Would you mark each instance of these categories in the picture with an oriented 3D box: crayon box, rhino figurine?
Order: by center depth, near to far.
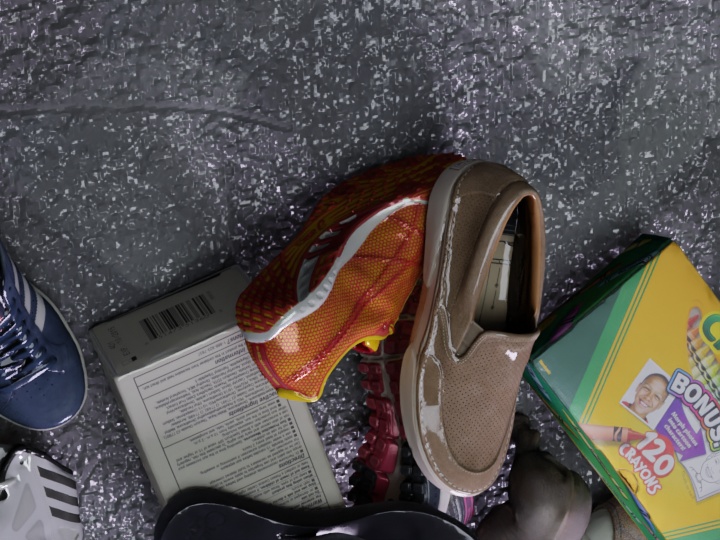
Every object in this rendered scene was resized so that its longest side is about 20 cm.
[{"bbox_3d":[0.198,0.091,1.721,0.119,0.058,0.200,-40,103,-8],"label":"crayon box"},{"bbox_3d":[0.086,0.198,1.749,0.060,0.087,0.200,16,106,-25],"label":"rhino figurine"}]

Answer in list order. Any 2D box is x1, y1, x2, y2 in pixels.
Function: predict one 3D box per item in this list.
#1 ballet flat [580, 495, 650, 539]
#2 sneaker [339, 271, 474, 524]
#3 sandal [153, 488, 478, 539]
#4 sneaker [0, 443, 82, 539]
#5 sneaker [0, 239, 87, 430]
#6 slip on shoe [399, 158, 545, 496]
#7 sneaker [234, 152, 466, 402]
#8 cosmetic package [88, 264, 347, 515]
[{"bbox_3d":[0.144,0.213,1.792,0.067,0.068,0.200,14,106,-19],"label":"ballet flat"},{"bbox_3d":[0.043,0.076,1.693,0.075,0.081,0.200,-14,122,-47],"label":"sneaker"},{"bbox_3d":[-0.023,0.175,1.635,0.200,0.043,0.076,5,113,-18],"label":"sandal"},{"bbox_3d":[-0.240,0.156,1.595,0.200,0.076,0.115,-18,110,-49],"label":"sneaker"},{"bbox_3d":[-0.214,0.025,1.559,0.075,0.085,0.200,-36,121,-2],"label":"sneaker"},{"bbox_3d":[0.073,0.037,1.597,0.076,0.061,0.200,-2,103,-38],"label":"slip on shoe"},{"bbox_3d":[0.000,0.000,1.608,0.200,0.073,0.077,-44,125,-32],"label":"sneaker"},{"bbox_3d":[-0.077,0.109,1.656,0.105,0.071,0.200,-23,119,-9],"label":"cosmetic package"}]
